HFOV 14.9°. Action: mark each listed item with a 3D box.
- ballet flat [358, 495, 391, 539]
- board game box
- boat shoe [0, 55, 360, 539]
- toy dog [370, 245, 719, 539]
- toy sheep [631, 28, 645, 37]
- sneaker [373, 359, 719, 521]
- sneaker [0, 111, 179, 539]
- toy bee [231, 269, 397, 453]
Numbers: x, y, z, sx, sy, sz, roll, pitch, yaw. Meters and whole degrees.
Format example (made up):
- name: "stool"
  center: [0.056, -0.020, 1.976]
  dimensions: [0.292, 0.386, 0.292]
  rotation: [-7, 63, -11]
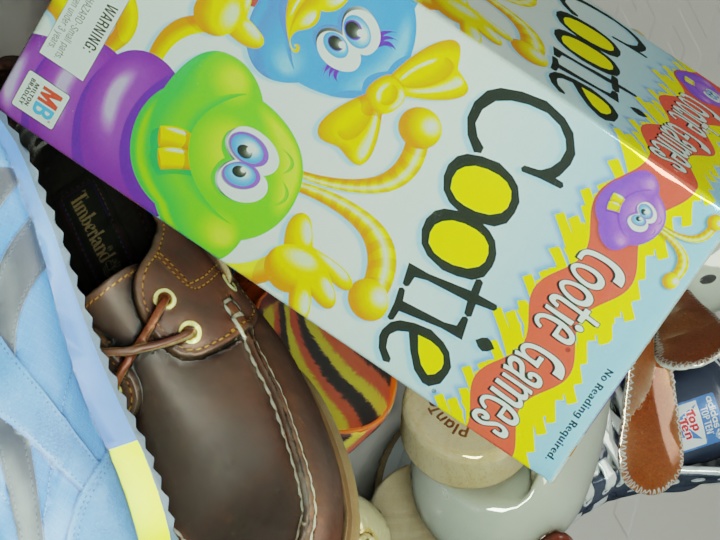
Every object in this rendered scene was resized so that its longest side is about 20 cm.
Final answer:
- name: "ballet flat"
  center: [-0.037, 0.121, 0.919]
  dimensions: [0.200, 0.057, 0.067]
  rotation: [-26, 102, -58]
- name: "board game box"
  center: [0.010, -0.046, 0.830]
  dimensions: [0.200, 0.105, 0.103]
  rotation: [33, 22, 2]
- name: "boat shoe"
  center: [-0.069, 0.018, 0.848]
  dimensions: [0.200, 0.070, 0.070]
  rotation: [56, 4, 29]
- name: "toy dog"
  center: [0.093, 0.053, 1.019]
  dimensions: [0.096, 0.200, 0.132]
  rotation: [41, -10, 20]
- name: "toy sheep"
  center: [0.049, -0.041, 1.077]
  dimensions: [0.138, 0.138, 0.201]
  rotation: [-10, 108, -61]
- name: "sneaker"
  center: [0.088, 0.076, 1.112]
  dimensions: [0.200, 0.108, 0.070]
  rotation: [-27, 101, -60]
- name: "sneaker"
  center: [-0.124, 0.021, 0.806]
  dimensions: [0.078, 0.066, 0.201]
  rotation: [-21, 87, -31]
- name: "toy bee"
  center: [0.000, 0.000, 0.958]
  dimensions: [0.109, 0.131, 0.200]
  rotation: [27, 60, -22]
